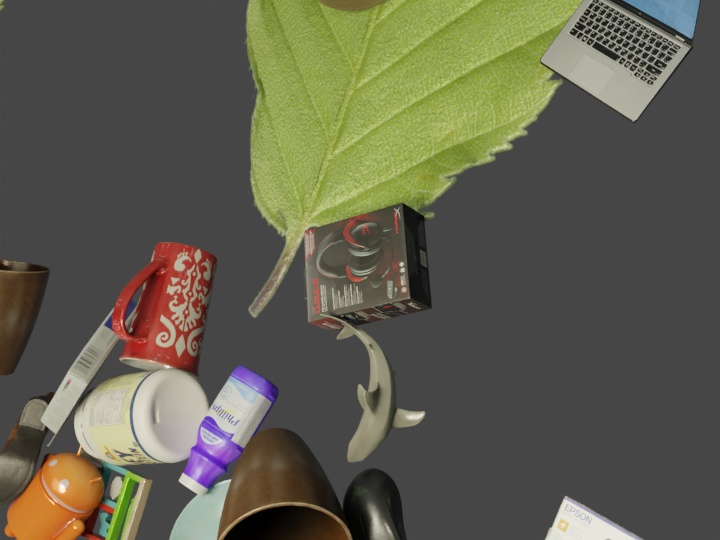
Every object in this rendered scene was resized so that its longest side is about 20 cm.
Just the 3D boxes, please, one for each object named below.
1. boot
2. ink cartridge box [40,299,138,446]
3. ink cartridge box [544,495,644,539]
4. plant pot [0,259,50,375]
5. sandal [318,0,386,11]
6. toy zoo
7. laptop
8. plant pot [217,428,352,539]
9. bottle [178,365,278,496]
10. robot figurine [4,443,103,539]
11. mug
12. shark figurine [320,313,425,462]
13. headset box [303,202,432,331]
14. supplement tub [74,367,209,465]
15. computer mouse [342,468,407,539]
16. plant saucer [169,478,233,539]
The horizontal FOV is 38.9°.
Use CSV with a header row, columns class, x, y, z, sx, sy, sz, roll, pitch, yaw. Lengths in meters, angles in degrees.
class,x,y,z,sx,sy,sz,roll,pitch,yaw
boot,-0.576,0.300,1.749,0.068,0.200,0.191,16,81,-11
ink cartridge box,-0.456,0.165,1.686,0.200,0.043,0.197,-49,12,38
ink cartridge box,0.295,0.411,1.241,0.198,0.040,0.202,26,91,35
plant pot,-0.682,0.088,1.897,0.185,0.186,0.203,9,95,34
sandal,0.026,-0.486,1.675,0.209,0.078,0.070,-3,54,26
toy zoo,-0.446,0.389,1.734,0.198,0.020,0.133,12,83,35
laptop,0.350,-0.346,1.386,0.187,0.116,0.201,42,100,34
plant pot,-0.115,0.326,1.437,0.187,0.187,0.201,-41,30,16
bottle,-0.208,0.249,1.573,0.083,0.065,0.201,24,76,36
robot figurine,-0.506,0.385,1.691,0.200,0.116,0.144,-48,12,12
mug,-0.310,0.059,1.662,0.132,0.178,0.203,10,75,6
shark figurine,0.012,0.159,1.459,0.127,0.089,0.217,-14,78,25
headset box,0.000,0.000,1.531,0.198,0.075,0.151,-14,69,29
supplement tub,-0.353,0.237,1.635,0.198,0.144,0.147,-12,69,41
computer mouse,0.026,0.372,1.418,0.138,0.053,0.202,-30,62,23
plant saucer,-0.190,0.413,1.526,0.198,0.039,0.203,-8,52,11
